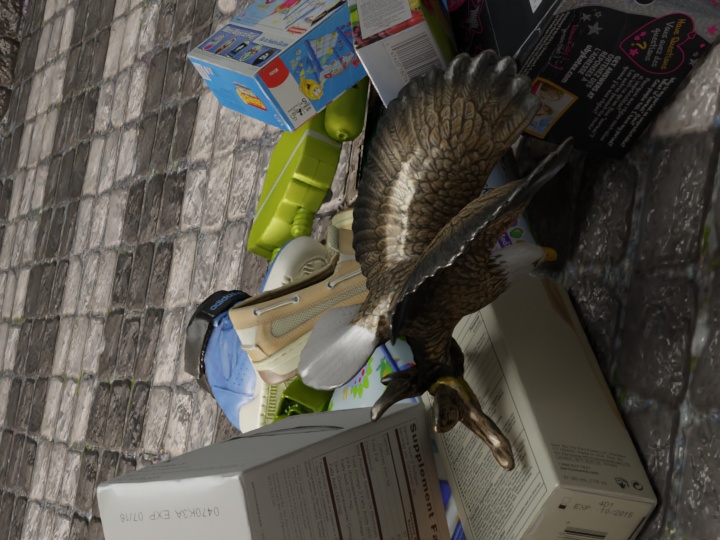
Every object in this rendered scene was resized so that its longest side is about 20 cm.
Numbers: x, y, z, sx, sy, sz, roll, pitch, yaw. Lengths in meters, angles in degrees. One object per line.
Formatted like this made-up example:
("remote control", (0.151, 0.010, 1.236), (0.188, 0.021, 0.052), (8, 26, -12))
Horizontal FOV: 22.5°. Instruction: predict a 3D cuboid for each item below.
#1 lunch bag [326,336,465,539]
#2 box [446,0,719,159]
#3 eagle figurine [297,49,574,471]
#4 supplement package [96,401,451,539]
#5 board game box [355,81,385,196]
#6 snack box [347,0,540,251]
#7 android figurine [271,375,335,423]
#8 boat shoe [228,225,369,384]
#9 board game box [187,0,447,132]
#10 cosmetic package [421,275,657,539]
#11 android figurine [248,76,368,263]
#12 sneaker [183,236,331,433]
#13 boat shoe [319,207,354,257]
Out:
("lunch bag", (0.022, 0.155, 1.280), (0.161, 0.082, 0.200), (-120, 46, -60))
("box", (0.133, -0.193, 1.139), (0.132, 0.114, 0.200), (-56, 33, 42))
("eagle figurine", (0.053, -0.011, 1.053), (0.151, 0.151, 0.200), (19, 126, 27))
("supplement package", (-0.047, 0.161, 1.123), (0.117, 0.200, 0.118), (-10, 92, 34))
("board game box", (0.052, -0.124, 1.415), (0.200, 0.028, 0.136), (162, 116, -65))
("snack box", (0.053, -0.110, 1.189), (0.053, 0.200, 0.142), (-22, 33, 11))
("android figurine", (-0.040, 0.118, 1.390), (0.200, 0.041, 0.182), (-52, -18, -57))
("boat shoe", (0.000, 0.000, 1.280), (0.076, 0.200, 0.072), (59, 175, -10))
("board game box", (-0.024, -0.202, 1.456), (0.196, 0.056, 0.200), (-38, 21, -9))
("cosmetic package", (0.103, 0.101, 1.122), (0.200, 0.071, 0.105), (-105, 35, -48))
("android figurine", (-0.045, -0.087, 1.500), (0.200, 0.041, 0.182), (-81, 18, -44))
("sneaker", (-0.088, 0.037, 1.430), (0.111, 0.077, 0.200), (38, 137, 29))
("boat shoe", (0.006, -0.004, 1.426), (0.200, 0.073, 0.063), (132, 139, -70))
